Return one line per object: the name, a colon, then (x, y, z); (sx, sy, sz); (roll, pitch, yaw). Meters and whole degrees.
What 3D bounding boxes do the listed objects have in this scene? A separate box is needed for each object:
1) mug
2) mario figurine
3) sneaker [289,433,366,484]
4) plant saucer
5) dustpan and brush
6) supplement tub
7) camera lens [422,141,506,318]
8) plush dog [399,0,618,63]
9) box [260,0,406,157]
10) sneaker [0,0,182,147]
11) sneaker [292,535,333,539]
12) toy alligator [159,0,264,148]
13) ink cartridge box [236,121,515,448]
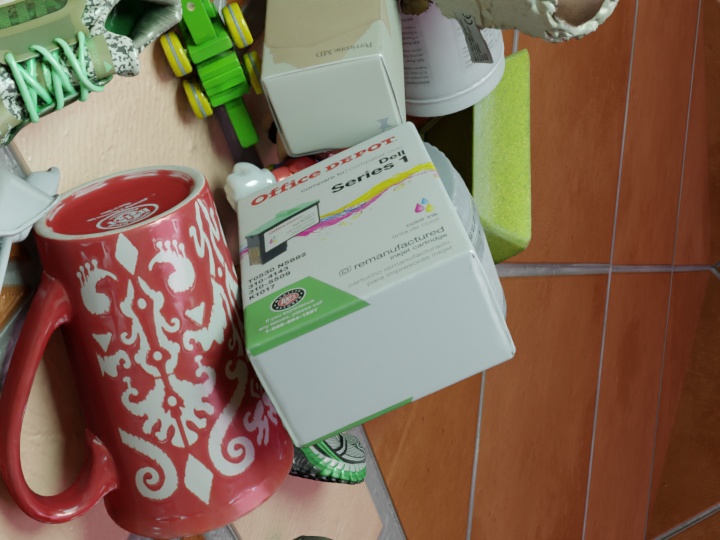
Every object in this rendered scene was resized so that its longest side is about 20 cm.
mug: (-0.133, 0.057, 0.669); (0.178, 0.132, 0.203); (-48, 134, -53)
mario figurine: (-0.065, -0.072, 0.863); (0.105, 0.123, 0.202); (25, 78, -23)
sneaker: (-0.045, 0.133, 0.926); (0.200, 0.077, 0.086); (40, 59, -60)
plant saucer: (0.104, -0.099, 1.098); (0.199, 0.047, 0.203); (147, -53, -66)
dustpan and brush: (-0.195, -0.016, 0.569); (0.057, 0.139, 0.201); (39, 23, -28)
supplement tub: (0.054, -0.257, 0.981); (0.133, 0.130, 0.201); (-63, 149, -35)
camera lens: (0.040, 0.001, 0.979); (0.161, 0.158, 0.201); (-67, 150, -30)
plush dog: (0.111, -0.270, 0.798); (0.200, 0.160, 0.172); (43, 71, -10)
box: (-0.018, -0.188, 0.814); (0.078, 0.093, 0.202); (69, 14, -48)
sneaker: (-0.168, -0.118, 0.596); (0.201, 0.087, 0.078); (-58, 145, -41)
sneaker: (-0.068, 0.296, 0.924); (0.199, 0.075, 0.116); (-15, 108, -66)
toy alligator: (-0.112, -0.172, 0.748); (0.201, 0.059, 0.055); (68, -2, -46)
ink cartridge box: (0.000, 0.000, 0.701); (0.201, 0.143, 0.085); (-106, 171, -60)
